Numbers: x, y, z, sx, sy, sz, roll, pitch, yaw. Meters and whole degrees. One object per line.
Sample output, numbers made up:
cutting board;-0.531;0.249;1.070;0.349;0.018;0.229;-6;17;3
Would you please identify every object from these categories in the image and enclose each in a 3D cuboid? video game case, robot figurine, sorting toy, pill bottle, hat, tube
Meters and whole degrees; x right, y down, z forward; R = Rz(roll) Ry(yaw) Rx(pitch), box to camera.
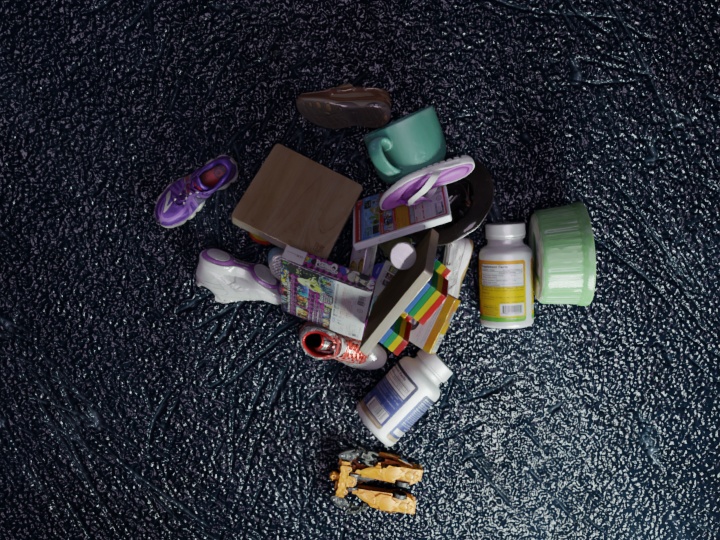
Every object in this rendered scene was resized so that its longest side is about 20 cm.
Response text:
video game case;0.078;-0.117;1.349;0.195;0.145;0.018;-17;129;13
robot figurine;0.028;0.448;1.462;0.194;0.058;0.150;12;95;-4
sorting toy;0.093;0.051;1.276;0.069;0.200;0.201;35;115;-6
pill bottle;0.296;0.007;1.399;0.107;0.111;0.207;-3;96;-2
hat;0.188;-0.122;1.391;0.196;0.081;0.206;-15;59;27
pill bottle;0.094;0.251;1.417;0.111;0.111;0.200;44;93;-6
tube;0.073;-0.044;1.341;0.057;0.200;0.052;36;97;-7
video game case;-0.066;0.047;1.304;0.177;0.202;0.036;20;59;6
sorting toy;-0.124;-0.117;1.349;0.195;0.070;0.203;26;58;1

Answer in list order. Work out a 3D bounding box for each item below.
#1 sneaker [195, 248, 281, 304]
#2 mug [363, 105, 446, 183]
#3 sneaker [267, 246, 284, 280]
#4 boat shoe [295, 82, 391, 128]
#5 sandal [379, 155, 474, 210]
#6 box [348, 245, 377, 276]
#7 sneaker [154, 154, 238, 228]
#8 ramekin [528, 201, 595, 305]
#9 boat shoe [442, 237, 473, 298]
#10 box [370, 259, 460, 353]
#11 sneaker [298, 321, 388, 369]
sneaker;-0.245;0.029;1.414;0.196;0.075;0.101;24;118;-7
mug;0.080;-0.230;1.340;0.182;0.151;0.117;-29;103;-20
sneaker;-0.106;0.007;1.409;0.198;0.082;0.074;37;102;-29
boat shoe;-0.031;-0.334;1.379;0.194;0.076;0.073;7;59;7
sandal;0.128;-0.158;1.300;0.198;0.083;0.051;-26;66;2
box;0.000;0.000;1.409;0.041;0.038;0.206;12;92;34
sneaker;-0.334;-0.165;1.373;0.199;0.083;0.081;-39;96;3
ramekin;0.392;-0.030;1.360;0.095;0.200;0.207;-4;96;6
boat shoe;0.172;0.026;1.420;0.067;0.071;0.206;17;86;-3
box;0.093;0.067;1.399;0.197;0.041;0.121;30;97;29
sneaker;-0.035;0.164;1.405;0.197;0.108;0.069;22;95;-4
